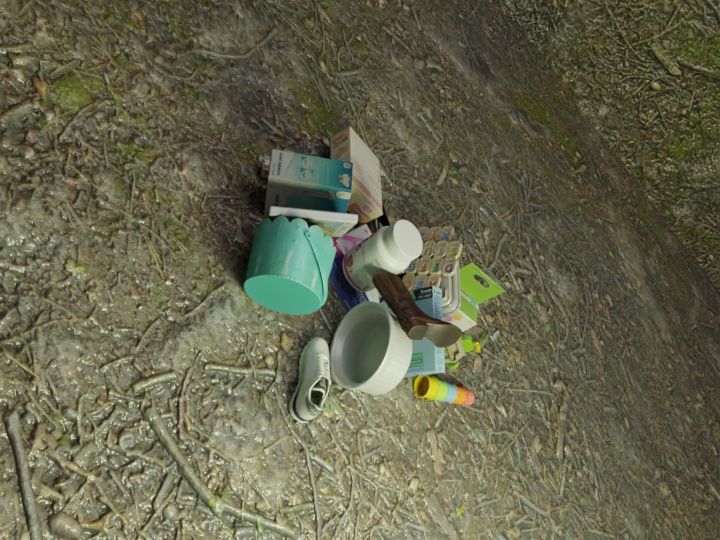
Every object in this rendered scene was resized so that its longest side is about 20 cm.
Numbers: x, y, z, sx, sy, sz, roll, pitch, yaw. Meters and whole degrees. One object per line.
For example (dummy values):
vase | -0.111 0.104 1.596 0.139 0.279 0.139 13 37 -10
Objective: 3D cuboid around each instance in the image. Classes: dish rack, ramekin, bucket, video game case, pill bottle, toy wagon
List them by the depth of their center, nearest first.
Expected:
bucket | -0.155 -0.004 1.399 0.204 0.205 0.138 28 58 -29
video game case | -0.119 -0.108 1.456 0.193 0.182 0.023 4 81 -13
ramekin | 0.028 0.184 1.475 0.097 0.198 0.206 28 50 -37
pill bottle | 0.053 -0.036 1.556 0.111 0.198 0.117 20 56 -32
toy wagon | 0.211 0.190 1.640 0.040 0.194 0.157 -76 152 -43
dish rack | 0.183 0.034 1.721 0.043 0.168 0.205 41 42 -43

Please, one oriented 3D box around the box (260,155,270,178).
box | -0.149 -0.232 1.587 0.194 0.042 0.040 14 64 -9

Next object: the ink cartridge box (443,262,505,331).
ink cartridge box | 0.275 0.083 1.763 0.147 0.198 0.077 36 46 -22

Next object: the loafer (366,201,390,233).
loafer | 0.059 -0.109 1.761 0.071 0.062 0.205 -8 74 -47

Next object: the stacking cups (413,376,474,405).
stacking cups | 0.224 0.321 1.696 0.197 0.060 0.062 22 53 -41

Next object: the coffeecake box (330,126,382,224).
coffeecake box | -0.011 -0.255 1.725 0.153 0.072 0.205 41 36 -43

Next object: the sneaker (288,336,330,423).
sneaker | -0.094 0.233 1.411 0.075 0.080 0.204 30 48 -26

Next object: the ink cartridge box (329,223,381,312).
ink cartridge box | 0.000 0.000 1.661 0.199 0.043 0.200 -32 92 -50

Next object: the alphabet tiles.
alphabet tiles | 0.179 -0.034 1.731 0.015 0.195 0.200 42 59 -44

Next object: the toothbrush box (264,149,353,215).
toothbrush box | -0.124 -0.191 1.515 0.193 0.148 0.088 7 57 -8

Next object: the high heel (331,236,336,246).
high heel | -0.069 -0.123 1.634 0.093 0.068 0.203 4 47 -31

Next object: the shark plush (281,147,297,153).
shark plush | -0.116 -0.263 1.679 0.195 0.092 0.084 9 31 -36

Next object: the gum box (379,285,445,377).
gum box | 0.124 0.155 1.573 0.044 0.167 0.207 19 65 -46

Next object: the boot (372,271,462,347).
boot | 0.128 0.083 1.490 0.183 0.065 0.201 18 25 -40
